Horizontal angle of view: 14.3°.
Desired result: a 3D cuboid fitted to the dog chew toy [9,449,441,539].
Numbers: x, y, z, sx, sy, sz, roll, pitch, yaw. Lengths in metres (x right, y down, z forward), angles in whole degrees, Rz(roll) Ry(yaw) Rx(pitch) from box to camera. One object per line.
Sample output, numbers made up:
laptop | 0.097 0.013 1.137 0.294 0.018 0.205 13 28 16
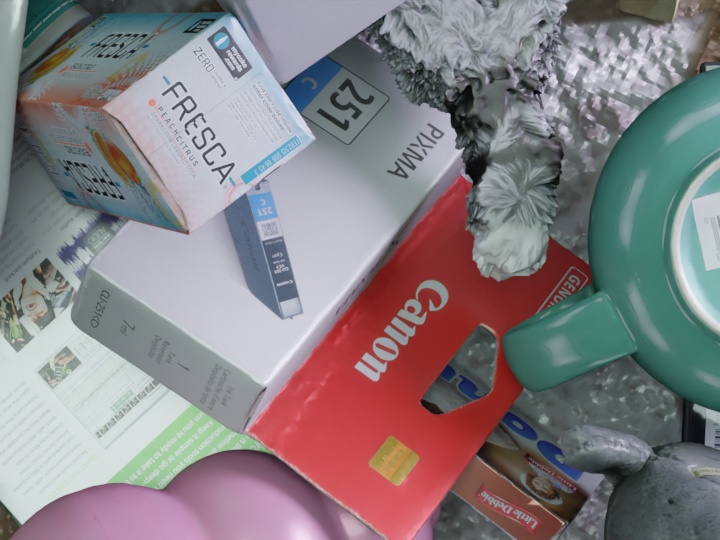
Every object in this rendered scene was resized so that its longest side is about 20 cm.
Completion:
dog chew toy | -0.058 0.134 1.239 0.200 0.125 0.125 -23 83 -16

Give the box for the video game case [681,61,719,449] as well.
video game case | 0.238 0.010 1.286 0.181 0.026 0.200 3 94 4

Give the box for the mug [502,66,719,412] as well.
mug | 0.165 0.000 1.220 0.152 0.114 0.185 30 95 2

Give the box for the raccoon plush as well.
raccoon plush | 0.040 -0.100 1.284 0.097 0.134 0.200 4 94 -3

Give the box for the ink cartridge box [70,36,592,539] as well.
ink cartridge box | 0.000 0.000 1.255 0.176 0.045 0.200 34 50 6

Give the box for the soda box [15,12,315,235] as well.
soda box | -0.090 -0.064 1.193 0.068 0.200 0.064 -38 106 -12

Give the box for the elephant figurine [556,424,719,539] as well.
elephant figurine | 0.151 0.183 1.238 0.155 0.141 0.200 38 118 37

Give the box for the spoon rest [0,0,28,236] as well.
spoon rest | -0.176 -0.085 1.225 0.099 0.061 0.200 27 118 46

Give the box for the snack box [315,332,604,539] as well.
snack box | 0.016 0.051 1.287 0.200 0.072 0.024 37 111 7

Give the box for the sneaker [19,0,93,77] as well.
sneaker | -0.218 -0.079 1.312 0.200 0.071 0.080 -36 84 6

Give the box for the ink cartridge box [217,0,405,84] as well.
ink cartridge box | -0.039 -0.210 1.157 0.147 0.145 0.200 -34 76 -1

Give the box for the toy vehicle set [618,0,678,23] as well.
toy vehicle set | 0.157 -0.218 1.282 0.027 0.124 0.200 16 85 5

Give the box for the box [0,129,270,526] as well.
box | -0.130 0.039 1.318 0.144 0.036 0.200 -42 82 -1
